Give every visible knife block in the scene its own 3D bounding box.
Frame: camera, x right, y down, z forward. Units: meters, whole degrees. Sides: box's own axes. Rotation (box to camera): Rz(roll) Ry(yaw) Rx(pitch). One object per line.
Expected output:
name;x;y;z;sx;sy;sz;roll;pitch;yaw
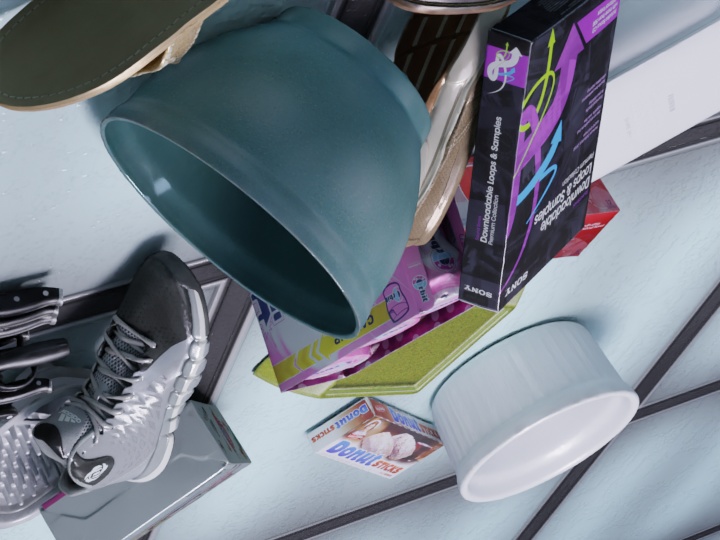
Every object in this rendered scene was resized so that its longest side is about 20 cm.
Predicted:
knife block;-0.292;0.059;1.342;0.175;0.064;0.200;-34;157;10

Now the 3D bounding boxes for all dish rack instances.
dish rack;-0.258;0.133;1.565;0.200;0.044;0.171;-38;157;20

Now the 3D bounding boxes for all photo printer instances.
photo printer;0.204;-0.145;1.474;0.199;0.070;0.167;-29;157;1

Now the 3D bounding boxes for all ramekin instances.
ramekin;0.167;0.137;1.992;0.199;0.098;0.201;-24;156;-11

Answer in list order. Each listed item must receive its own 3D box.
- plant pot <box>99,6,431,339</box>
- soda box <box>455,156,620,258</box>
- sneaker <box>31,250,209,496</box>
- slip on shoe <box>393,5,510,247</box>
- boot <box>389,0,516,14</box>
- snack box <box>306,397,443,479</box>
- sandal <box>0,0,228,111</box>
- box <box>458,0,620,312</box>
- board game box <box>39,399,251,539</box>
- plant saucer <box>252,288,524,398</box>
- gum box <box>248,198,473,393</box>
plant pot;-0.041;-0.074;1.223;0.134;0.200;0.201;-52;162;-15
soda box;0.106;-0.046;1.569;0.199;0.070;0.063;-8;149;-40
sneaker;-0.178;0.086;1.439;0.115;0.075;0.201;-21;135;-43
slip on shoe;0.056;-0.107;1.299;0.060;0.076;0.201;18;99;-35
boot;0.098;-0.224;1.206;0.199;0.075;0.097;-25;147;-28
snack box;0.018;0.166;1.976;0.072;0.024;0.200;-32;158;12
sandal;-0.107;-0.141;1.115;0.211;0.078;0.070;-35;151;3
box;0.120;-0.089;1.331;0.143;0.036;0.201;-40;145;-48
board game box;-0.171;0.174;1.635;0.147;0.064;0.200;-34;174;-2
plant saucer;0.040;0.051;1.729;0.199;0.048;0.200;1;144;-50
gum box;0.000;0.000;1.427;0.066;0.114;0.200;-11;167;-36
